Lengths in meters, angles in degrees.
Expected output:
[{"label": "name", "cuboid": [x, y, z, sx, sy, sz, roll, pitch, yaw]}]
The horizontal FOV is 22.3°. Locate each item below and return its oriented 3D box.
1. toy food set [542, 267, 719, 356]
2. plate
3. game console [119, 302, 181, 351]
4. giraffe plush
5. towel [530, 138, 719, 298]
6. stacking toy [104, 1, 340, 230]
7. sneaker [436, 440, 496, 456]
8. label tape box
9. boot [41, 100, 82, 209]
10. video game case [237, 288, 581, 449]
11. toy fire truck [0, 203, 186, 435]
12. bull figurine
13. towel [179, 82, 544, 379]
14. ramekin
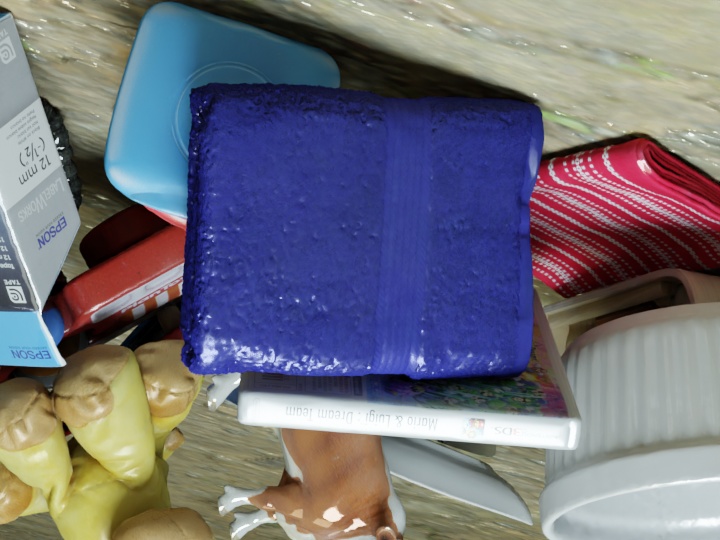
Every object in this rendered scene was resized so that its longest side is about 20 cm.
[{"label": "toy food set", "cuboid": [0.206, 0.051, 1.156, 0.142, 0.061, 0.199, 9, 165, -28]}, {"label": "plate", "cuboid": [0.007, 0.124, 1.343, 0.199, 0.033, 0.199, 24, 176, -27]}, {"label": "game console", "cuboid": [-0.094, 0.065, 1.370, 0.118, 0.171, 0.200, 39, 161, 5]}, {"label": "giraffe plush", "cuboid": [-0.151, 0.163, 1.146, 0.171, 0.163, 0.201, -20, 151, -15]}, {"label": "towel", "cuboid": [0.142, -0.027, 1.085, 0.144, 0.023, 0.199, 27, 157, -32]}, {"label": "stacking toy", "cuboid": [-0.096, -0.070, 1.031, 0.115, 0.111, 0.200, 16, 172, -16]}, {"label": "sneaker", "cuboid": [0.028, 0.072, 1.352, 0.199, 0.081, 0.076, 23, 178, -31]}, {"label": "label tape box", "cuboid": [-0.244, -0.045, 1.070, 0.142, 0.066, 0.202, 2, 122, 29]}, {"label": "boot", "cuboid": [-0.245, -0.047, 1.197, 0.156, 0.080, 0.211, 6, 159, 20]}, {"label": "video game case", "cuboid": [0.023, 0.045, 1.039, 0.180, 0.024, 0.200, 5, -161, -4]}, {"label": "toy fire truck", "cuboid": [-0.170, 0.024, 1.176, 0.199, 0.113, 0.168, -27, 172, -11]}, {"label": "bull figurine", "cuboid": [-0.031, 0.118, 1.155, 0.120, 0.203, 0.065, -7, 172, 5]}, {"label": "towel", "cuboid": [0.000, -0.019, 0.946, 0.198, 0.150, 0.049, 2, -177, -27]}, {"label": "ramekin", "cuboid": [0.199, 0.093, 1.055, 0.198, 0.106, 0.200, -1, 159, -1]}]
